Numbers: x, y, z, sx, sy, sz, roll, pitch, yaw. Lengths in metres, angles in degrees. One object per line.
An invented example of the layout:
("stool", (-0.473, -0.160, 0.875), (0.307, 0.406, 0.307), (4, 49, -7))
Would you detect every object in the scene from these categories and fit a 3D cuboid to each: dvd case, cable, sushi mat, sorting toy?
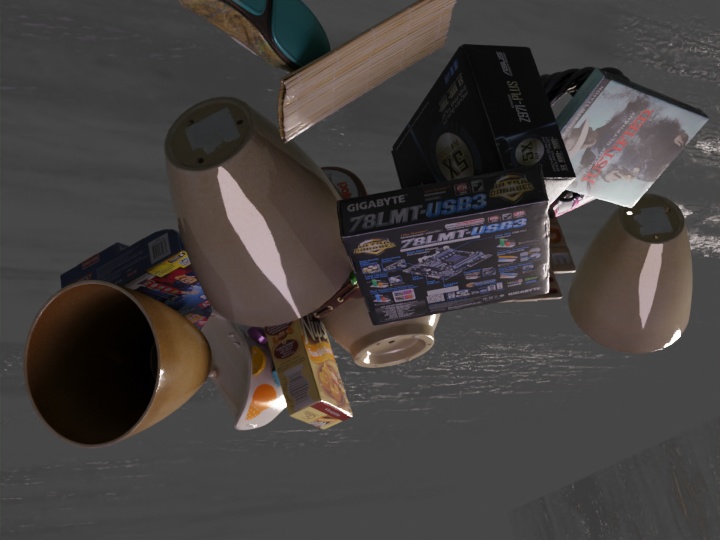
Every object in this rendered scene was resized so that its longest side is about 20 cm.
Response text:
("dvd case", (0.290, -0.145, 1.164), (0.199, 0.022, 0.146), (11, 128, -38))
("cable", (0.251, -0.160, 1.172), (0.163, 0.051, 0.200), (-34, 140, 15))
("sushi mat", (0.007, -0.193, 0.951), (0.199, 0.012, 0.096), (-34, 163, -16))
("sorting toy", (-0.143, 0.127, 1.502), (0.107, 0.200, 0.179), (-50, 147, 19))

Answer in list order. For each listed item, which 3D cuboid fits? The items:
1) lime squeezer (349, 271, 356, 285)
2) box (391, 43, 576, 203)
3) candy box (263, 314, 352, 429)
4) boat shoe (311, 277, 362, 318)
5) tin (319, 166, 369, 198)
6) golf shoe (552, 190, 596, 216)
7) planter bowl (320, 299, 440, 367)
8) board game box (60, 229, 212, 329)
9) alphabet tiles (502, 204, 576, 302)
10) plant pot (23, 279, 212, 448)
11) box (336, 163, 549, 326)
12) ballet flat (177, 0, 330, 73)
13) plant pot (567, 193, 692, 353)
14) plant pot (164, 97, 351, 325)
("lime squeezer", (-0.046, -0.044, 1.210), (0.071, 0.199, 0.038), (-53, 138, -8))
("box", (0.123, -0.115, 1.096), (0.085, 0.165, 0.200), (-3, 155, -24))
("candy box", (-0.082, 0.114, 1.441), (0.055, 0.201, 0.115), (-24, 155, 13))
("boat shoe", (0.000, 0.000, 1.232), (0.199, 0.071, 0.070), (-25, -165, 39))
("tin", (-0.083, -0.054, 1.177), (0.198, 0.113, 0.042), (-18, 145, 7))
("golf shoe", (0.256, -0.101, 1.317), (0.199, 0.073, 0.092), (-22, 157, 16))
("planter bowl", (0.033, 0.057, 1.465), (0.198, 0.136, 0.201), (-11, 157, -5))
("board game box", (-0.239, 0.015, 1.309), (0.199, 0.062, 0.199), (-26, 154, 25))
("alphabet tiles", (0.167, -0.054, 1.209), (0.166, 0.201, 0.008), (-2, 152, -25))
("plant pot", (-0.268, 0.111, 1.237), (0.185, 0.188, 0.200), (-22, 168, 19))
("box", (0.090, -0.020, 1.028), (0.198, 0.050, 0.199), (-11, 150, 5))
("ballet flat", (-0.097, -0.221, 0.872), (0.070, 0.071, 0.200), (-24, 157, 21))
("plant pot", (0.412, -0.012, 1.505), (0.186, 0.188, 0.201), (-11, 142, -6))
("plant pot", (-0.117, -0.076, 1.048), (0.186, 0.188, 0.200), (-17, 142, 7))
